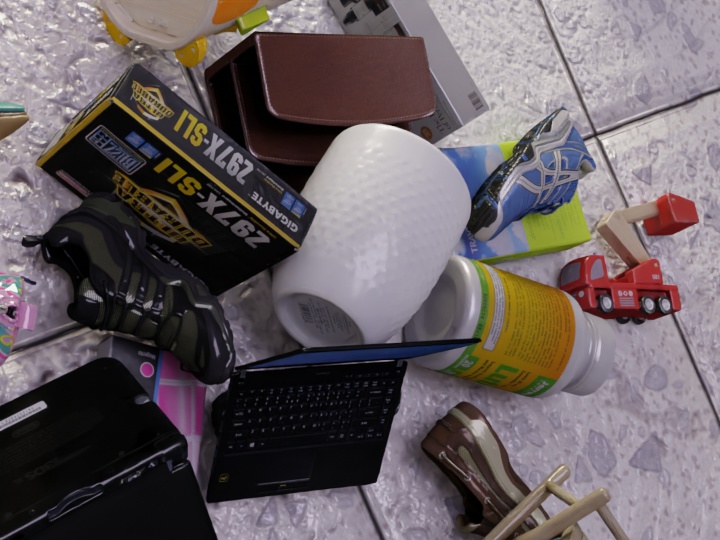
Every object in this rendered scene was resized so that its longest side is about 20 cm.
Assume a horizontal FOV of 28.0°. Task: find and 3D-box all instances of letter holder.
[{"bbox_3d":[-0.030,-0.140,1.372,0.198,0.100,0.144,-5,79,-37],"label":"letter holder"}]

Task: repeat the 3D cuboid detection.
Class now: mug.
[{"bbox_3d":[0.000,0.000,1.299,0.146,0.201,0.176,20,54,14],"label":"mug"}]

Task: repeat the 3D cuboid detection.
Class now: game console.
[{"bbox_3d":[-0.231,0.193,1.126,0.198,0.117,0.176,-26,52,-29],"label":"game console"}]

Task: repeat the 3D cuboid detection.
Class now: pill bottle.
[{"bbox_3d":[0.152,0.063,1.423,0.198,0.111,0.113,17,64,-30],"label":"pill bottle"}]

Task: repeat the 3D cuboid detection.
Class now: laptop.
[{"bbox_3d":[-0.016,0.125,1.198,0.175,0.103,0.203,-1,117,-32],"label":"laptop"}]

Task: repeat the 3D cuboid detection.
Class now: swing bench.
[{"bbox_3d":[0.176,0.320,1.293,0.199,0.130,0.200,-37,97,-6],"label":"swing bench"}]

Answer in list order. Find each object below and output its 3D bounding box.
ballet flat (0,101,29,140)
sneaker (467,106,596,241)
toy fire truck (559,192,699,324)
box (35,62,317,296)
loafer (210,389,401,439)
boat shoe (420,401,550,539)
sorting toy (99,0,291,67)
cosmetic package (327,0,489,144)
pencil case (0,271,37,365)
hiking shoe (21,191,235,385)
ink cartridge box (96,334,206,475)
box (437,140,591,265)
[{"bbox_3d":[-0.363,-0.109,1.154,0.198,0.068,0.064,0,101,-33],"label":"ballet flat"},{"bbox_3d":[0.177,-0.088,1.456,0.077,0.076,0.200,48,53,-6],"label":"sneaker"},{"bbox_3d":[0.297,-0.015,1.596,0.198,0.049,0.143,3,72,-34],"label":"toy fire truck"},{"bbox_3d":[-0.156,-0.070,1.217,0.199,0.159,0.050,39,55,-19],"label":"box"},{"bbox_3d":[-0.038,0.121,1.291,0.198,0.070,0.069,-4,78,-37],"label":"loafer"},{"bbox_3d":[0.124,0.228,1.382,0.074,0.075,0.204,-35,96,-16],"label":"boat shoe"},{"bbox_3d":[-0.124,-0.262,1.313,0.179,0.199,0.108,-21,122,-41],"label":"sorting toy"},{"bbox_3d":[0.043,-0.227,1.467,0.050,0.082,0.202,-34,94,-36],"label":"cosmetic package"},{"bbox_3d":[-0.349,0.015,1.096,0.198,0.087,0.089,21,63,-28],"label":"pencil case"},{"bbox_3d":[-0.191,0.031,1.194,0.200,0.076,0.100,44,49,13],"label":"hiking shoe"},{"bbox_3d":[-0.183,0.162,1.197,0.094,0.037,0.203,17,66,-30],"label":"ink cartridge box"},{"bbox_3d":[0.144,-0.070,1.505,0.198,0.047,0.124,-9,79,-37],"label":"box"}]
